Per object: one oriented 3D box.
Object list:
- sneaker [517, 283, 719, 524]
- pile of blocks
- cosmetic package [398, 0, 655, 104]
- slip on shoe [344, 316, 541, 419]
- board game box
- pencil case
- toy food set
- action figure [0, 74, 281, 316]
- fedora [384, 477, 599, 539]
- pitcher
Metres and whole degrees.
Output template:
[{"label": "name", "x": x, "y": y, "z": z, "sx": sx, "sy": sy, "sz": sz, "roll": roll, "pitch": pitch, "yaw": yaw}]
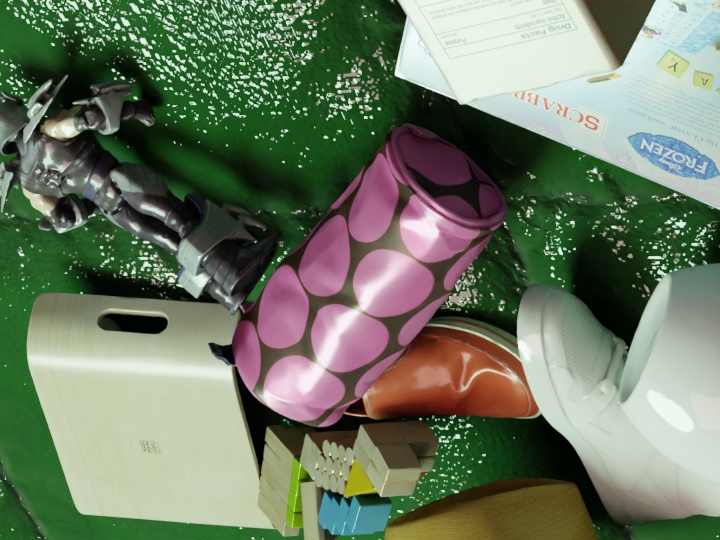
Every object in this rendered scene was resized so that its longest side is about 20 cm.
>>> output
[{"label": "sneaker", "x": 0.175, "y": 0.076, "z": 1.620, "sx": 0.115, "sy": 0.074, "sz": 0.200, "roll": -3, "pitch": 140, "yaw": 32}, {"label": "pile of blocks", "x": 0.001, "y": 0.137, "z": 1.752, "sx": 0.062, "sy": 0.083, "sz": 0.200, "roll": -1, "pitch": 177, "yaw": -26}, {"label": "cosmetic package", "x": 0.054, "y": -0.187, "z": 1.349, "sx": 0.105, "sy": 0.071, "sz": 0.201, "roll": -8, "pitch": 125, "yaw": 37}, {"label": "slip on shoe", "x": 0.025, "y": 0.066, "z": 1.704, "sx": 0.199, "sy": 0.061, "sz": 0.074, "roll": 8, "pitch": 134, "yaw": 23}, {"label": "board game box", "x": 0.127, "y": -0.146, "z": 1.433, "sx": 0.199, "sy": 0.041, "sz": 0.200, "roll": 24, "pitch": 139, "yaw": 10}, {"label": "pencil case", "x": 0.000, "y": 0.000, "z": 1.608, "sx": 0.090, "sy": 0.094, "sz": 0.200, "roll": 10, "pitch": 135, "yaw": -38}, {"label": "toy food set", "x": -0.131, "y": 0.096, "z": 1.845, "sx": 0.142, "sy": 0.061, "sz": 0.201, "roll": 4, "pitch": 137, "yaw": 15}, {"label": "action figure", "x": -0.146, "y": -0.050, "z": 1.688, "sx": 0.199, "sy": 0.070, "sz": 0.130, "roll": 34, "pitch": 148, "yaw": 2}, {"label": "fedora", "x": 0.079, "y": 0.174, "z": 1.675, "sx": 0.200, "sy": 0.200, "sz": 0.082, "roll": -10, "pitch": 92, "yaw": 38}, {"label": "pitcher", "x": 0.256, "y": 0.056, "z": 1.513, "sx": 0.199, "sy": 0.122, "sz": 0.172, "roll": 20, "pitch": 136, "yaw": -2}]
